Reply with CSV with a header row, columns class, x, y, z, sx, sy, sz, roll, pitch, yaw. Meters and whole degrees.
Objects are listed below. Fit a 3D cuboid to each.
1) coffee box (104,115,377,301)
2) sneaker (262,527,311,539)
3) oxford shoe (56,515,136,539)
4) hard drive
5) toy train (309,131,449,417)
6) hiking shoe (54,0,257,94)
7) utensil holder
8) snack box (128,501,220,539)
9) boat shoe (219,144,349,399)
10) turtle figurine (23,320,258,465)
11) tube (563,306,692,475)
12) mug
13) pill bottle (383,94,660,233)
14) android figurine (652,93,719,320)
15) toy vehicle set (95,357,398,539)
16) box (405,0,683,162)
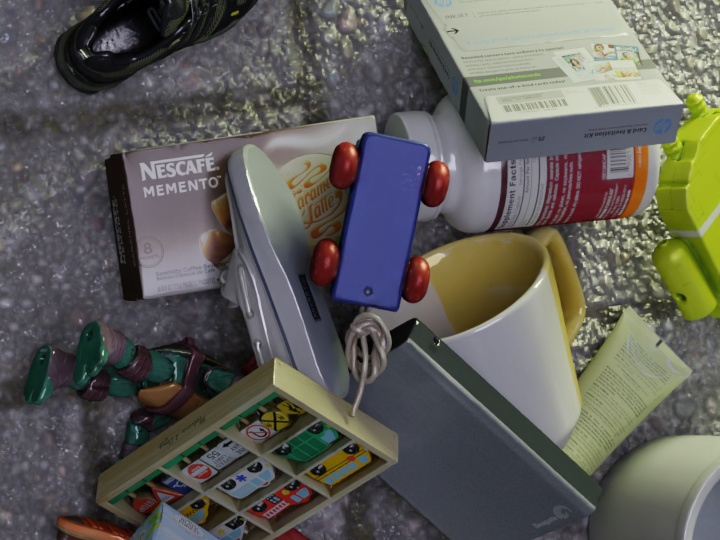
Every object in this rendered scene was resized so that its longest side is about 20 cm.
class,x,y,z,sx,sy,sz,roll,pitch,yaw
coffee box,-0.085,-0.047,1.730,0.199,0.080,0.115,-8,92,-16
sneaker,0.016,0.239,1.772,0.200,0.078,0.116,47,69,-23
oxford shoe,-0.150,0.249,1.717,0.200,0.071,0.073,31,87,-14
hard drive,0.066,0.130,1.702,0.200,0.139,0.033,42,47,-17
toy train,0.000,0.000,1.661,0.084,0.116,0.201,11,93,-10
hiking shoe,-0.134,-0.199,1.706,0.200,0.101,0.076,-38,100,-13
utensil holder,0.287,0.212,1.774,0.169,0.200,0.171,1,87,-16
snack box,-0.139,0.295,1.676,0.168,0.068,0.200,36,112,-14
boat shoe,-0.071,0.010,1.657,0.065,0.074,0.201,-22,77,23
turtle figurine,-0.143,0.100,1.706,0.200,0.150,0.101,25,39,-34
tube,0.182,0.127,1.828,0.200,0.052,0.058,-49,140,-16
mug,0.115,0.065,1.754,0.186,0.149,0.154,-29,116,-11
pill bottle,0.123,-0.089,1.775,0.199,0.113,0.113,-5,91,-16
android figurine,0.296,-0.048,1.826,0.182,0.041,0.200,-51,123,-30
toy vehicle set,-0.084,0.145,1.666,0.124,0.200,0.027,33,40,-30
box,0.137,-0.163,1.746,0.155,0.200,0.041,-7,132,-16
